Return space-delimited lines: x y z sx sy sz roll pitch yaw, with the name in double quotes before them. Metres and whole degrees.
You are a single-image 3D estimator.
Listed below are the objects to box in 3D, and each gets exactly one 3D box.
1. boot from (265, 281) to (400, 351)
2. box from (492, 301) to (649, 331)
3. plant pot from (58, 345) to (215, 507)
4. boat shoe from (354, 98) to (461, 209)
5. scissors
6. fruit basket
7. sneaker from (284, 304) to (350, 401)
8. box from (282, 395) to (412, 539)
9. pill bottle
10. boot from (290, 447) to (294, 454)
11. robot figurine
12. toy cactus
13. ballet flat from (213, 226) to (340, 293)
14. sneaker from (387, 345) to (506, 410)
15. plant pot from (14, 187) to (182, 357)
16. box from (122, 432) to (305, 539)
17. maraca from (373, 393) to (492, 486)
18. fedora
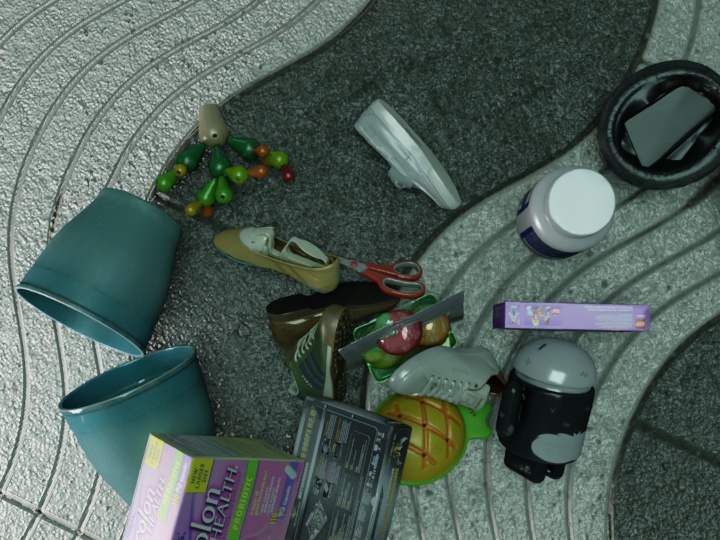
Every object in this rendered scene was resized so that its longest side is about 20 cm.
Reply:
"boot" -0.036 0.068 1.414 0.199 0.074 0.076 -11 115 -4
"box" 0.295 0.067 1.361 0.199 0.137 0.039 1 86 1
"plant pot" -0.289 0.231 1.335 0.199 0.200 0.189 -21 101 -1
"boat shoe" 0.068 -0.160 1.419 0.068 0.072 0.200 -40 93 19
"scissors" 0.000 0.000 1.413 0.199 0.014 0.073 11 48 2
"fruit basket" 0.059 0.082 1.335 0.184 0.200 0.094 -26 70 0
"sneaker" -0.068 0.122 1.355 0.089 0.201 0.067 17 43 15
"box" -0.025 0.284 1.275 0.158 0.048 0.201 12 88 40
"pill bottle" 0.290 -0.082 1.340 0.119 0.200 0.120 0 86 1
"boot" -0.032 0.331 1.335 0.174 0.069 0.201 -5 82 43
"robot figurine" 0.261 0.194 1.350 0.124 0.150 0.201 12 102 11
"toy cactus" -0.206 -0.169 1.422 0.199 0.102 0.166 -16 67 2
"ballet flat" -0.119 -0.032 1.404 0.199 0.069 0.063 21 128 4
"sneaker" 0.131 0.155 1.333 0.199 0.073 0.085 -4 48 -38
"plant pot" -0.354 -0.006 1.360 0.199 0.200 0.189 24 71 3
"box" -0.191 0.314 1.245 0.096 0.199 0.177 16 90 43
"maraca" 0.098 0.226 1.372 0.199 0.107 0.137 -29 75 -21
"fedora" 0.447 -0.204 1.394 0.199 0.092 0.202 -2 84 15
